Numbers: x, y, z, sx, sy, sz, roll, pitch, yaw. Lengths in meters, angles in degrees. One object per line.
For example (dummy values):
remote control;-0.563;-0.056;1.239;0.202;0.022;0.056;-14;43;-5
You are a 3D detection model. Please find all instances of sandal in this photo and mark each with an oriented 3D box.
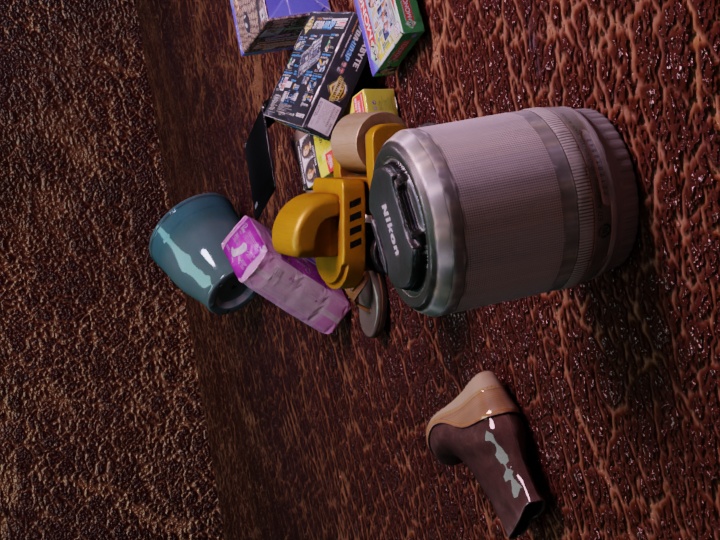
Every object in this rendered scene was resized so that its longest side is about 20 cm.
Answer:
sandal;0.000;0.000;1.763;0.082;0.054;0.201;-129;32;-58

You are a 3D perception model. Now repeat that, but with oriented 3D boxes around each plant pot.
plant pot;-0.295;-0.021;2.532;0.188;0.199;0.201;49;150;31

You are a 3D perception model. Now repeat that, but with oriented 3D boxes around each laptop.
laptop;-0.108;-0.199;1.873;0.103;0.200;0.177;45;160;0

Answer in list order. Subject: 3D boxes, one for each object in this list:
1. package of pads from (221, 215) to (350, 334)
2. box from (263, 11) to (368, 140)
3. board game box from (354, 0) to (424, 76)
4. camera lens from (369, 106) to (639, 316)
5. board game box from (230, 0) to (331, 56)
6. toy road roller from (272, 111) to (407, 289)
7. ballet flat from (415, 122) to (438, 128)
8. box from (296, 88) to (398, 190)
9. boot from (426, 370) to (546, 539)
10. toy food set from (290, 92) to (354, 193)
package of pads;-0.113;0.009;1.939;0.076;0.200;0.121;-48;38;10
box;-0.054;-0.260;1.652;0.160;0.046;0.200;-65;22;2
board game box;0.021;-0.350;1.485;0.135;0.029;0.201;139;119;-70
camera lens;0.117;-0.053;1.080;0.160;0.199;0.161;169;90;-74
board game box;-0.127;-0.421;1.835;0.200;0.096;0.161;161;98;-73
toy road roller;-0.023;-0.079;1.426;0.123;0.145;0.202;-168;76;-66
ballet flat;0.075;-0.134;1.420;0.200;0.056;0.067;-167;68;-72
box;-0.017;-0.167;1.634;0.200;0.050;0.076;-26;71;58
boot;0.139;0.227;1.416;0.200;0.072;0.167;112;146;-55
toy food set;-0.035;-0.165;1.792;0.200;0.060;0.144;127;131;-57
